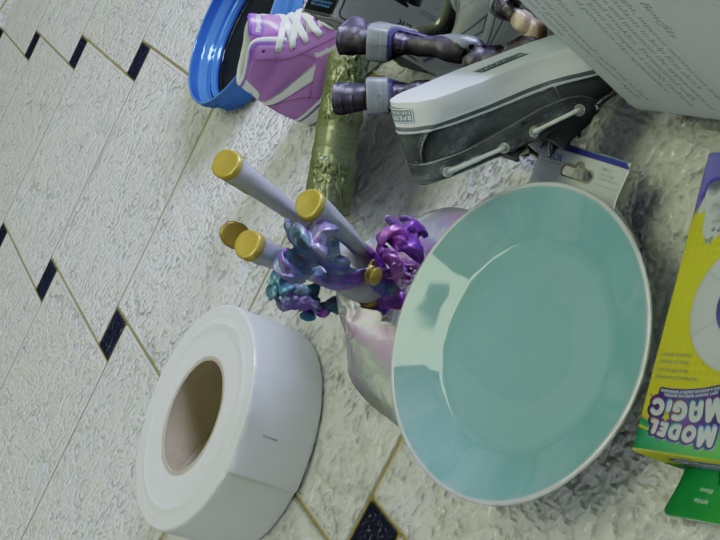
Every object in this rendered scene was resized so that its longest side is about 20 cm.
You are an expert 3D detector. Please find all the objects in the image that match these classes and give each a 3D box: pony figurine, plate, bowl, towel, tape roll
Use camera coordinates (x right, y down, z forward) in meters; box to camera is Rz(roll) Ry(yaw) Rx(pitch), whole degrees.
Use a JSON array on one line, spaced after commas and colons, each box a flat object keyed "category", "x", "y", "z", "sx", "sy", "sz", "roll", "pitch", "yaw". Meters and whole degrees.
[{"category": "pony figurine", "x": 0.000, "y": 0.000, "z": 0.917, "sx": 0.193, "sy": 0.200, "sz": 0.167, "roll": 27, "pitch": 86, "yaw": 45}, {"category": "plate", "x": 0.098, "y": 0.044, "z": 0.779, "sx": 0.200, "sy": 0.025, "sz": 0.201, "roll": -20, "pitch": 61, "yaw": 41}, {"category": "bowl", "x": -0.128, "y": -0.273, "z": 1.435, "sx": 0.200, "sy": 0.039, "sz": 0.202, "roll": -39, "pitch": 39, "yaw": 41}, {"category": "towel", "x": -0.020, "y": -0.115, "z": 1.072, "sx": 0.200, "sy": 0.036, "sz": 0.149, "roll": -121, "pitch": 40, "yaw": -84}, {"category": "tape roll", "x": -0.116, "y": 0.135, "z": 1.100, "sx": 0.202, "sy": 0.071, "sz": 0.203, "roll": -38, "pitch": 39, "yaw": 40}]

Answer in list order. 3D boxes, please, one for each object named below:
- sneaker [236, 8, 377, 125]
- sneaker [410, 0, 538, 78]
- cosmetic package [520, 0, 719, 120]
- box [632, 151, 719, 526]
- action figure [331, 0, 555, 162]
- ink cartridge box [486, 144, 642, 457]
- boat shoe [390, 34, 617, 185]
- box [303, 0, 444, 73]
[{"category": "sneaker", "x": -0.041, "y": -0.223, "z": 1.184, "sx": 0.200, "sy": 0.114, "sz": 0.073, "roll": -45, "pitch": 34, "yaw": 31}, {"category": "sneaker", "x": 0.113, "y": -0.212, "z": 0.945, "sx": 0.200, "sy": 0.087, "sz": 0.075, "roll": -51, "pitch": 26, "yaw": 23}, {"category": "cosmetic package", "x": 0.201, "y": -0.190, "z": 0.682, "sx": 0.166, "sy": 0.165, "sz": 0.200, "roll": -57, "pitch": 30, "yaw": -6}, {"category": "box", "x": 0.210, "y": 0.034, "z": 0.656, "sx": 0.117, "sy": 0.048, "sz": 0.201, "roll": -2, "pitch": 70, "yaw": 58}, {"category": "action figure", "x": 0.080, "y": -0.145, "z": 0.909, "sx": 0.199, "sy": 0.069, "sz": 0.131, "roll": 6, "pitch": 98, "yaw": 21}, {"category": "ink cartridge box", "x": 0.118, "y": 0.019, "z": 0.828, "sx": 0.099, "sy": 0.039, "sz": 0.201, "roll": 32, "pitch": 99, "yaw": 60}, {"category": "boat shoe", "x": 0.118, "y": -0.108, "z": 0.820, "sx": 0.072, "sy": 0.199, "sz": 0.068, "roll": 32, "pitch": 141, "yaw": 66}, {"category": "box", "x": 0.050, "y": -0.280, "z": 1.072, "sx": 0.060, "sy": 0.116, "sz": 0.201, "roll": 32, "pitch": 96, "yaw": 58}]
